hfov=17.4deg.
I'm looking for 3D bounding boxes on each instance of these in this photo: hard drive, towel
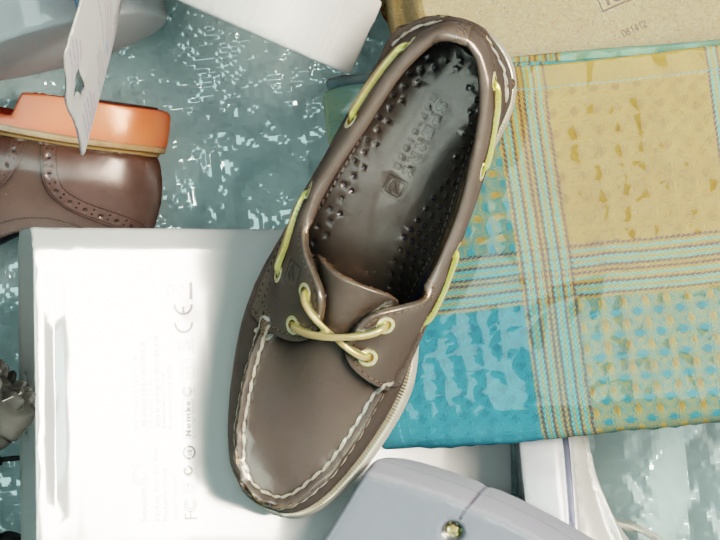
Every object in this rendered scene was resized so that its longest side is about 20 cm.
[{"bbox_3d":[-0.035,0.050,0.925,0.198,0.026,0.133,0,87,-23],"label":"hard drive"},{"bbox_3d":[0.090,-0.011,0.897,0.198,0.022,0.148,-5,92,10],"label":"towel"}]

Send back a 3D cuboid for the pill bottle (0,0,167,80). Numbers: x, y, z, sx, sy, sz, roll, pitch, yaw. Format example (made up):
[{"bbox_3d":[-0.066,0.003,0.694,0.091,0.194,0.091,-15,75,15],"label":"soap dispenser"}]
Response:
[{"bbox_3d":[-0.147,-0.185,0.940,0.112,0.113,0.202,-16,86,1],"label":"pill bottle"}]

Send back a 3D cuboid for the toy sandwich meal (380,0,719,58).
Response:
[{"bbox_3d":[0.095,-0.116,0.948,0.203,0.070,0.207,0,87,3],"label":"toy sandwich meal"}]

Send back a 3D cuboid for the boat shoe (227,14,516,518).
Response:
[{"bbox_3d":[0.000,0.000,0.869,0.071,0.060,0.201,26,95,5],"label":"boat shoe"}]

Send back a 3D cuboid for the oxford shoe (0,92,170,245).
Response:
[{"bbox_3d":[-0.179,-0.040,0.958,0.198,0.071,0.073,5,93,3],"label":"oxford shoe"}]

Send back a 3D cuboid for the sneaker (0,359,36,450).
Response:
[{"bbox_3d":[-0.193,0.050,0.898,0.091,0.199,0.066,-53,125,-13],"label":"sneaker"}]

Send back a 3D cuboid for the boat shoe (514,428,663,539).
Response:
[{"bbox_3d":[0.116,0.145,0.931,0.085,0.075,0.204,-12,89,2],"label":"boat shoe"}]

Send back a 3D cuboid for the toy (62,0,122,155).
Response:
[{"bbox_3d":[-0.097,-0.156,0.852,0.047,0.115,0.202,14,76,1],"label":"toy"}]

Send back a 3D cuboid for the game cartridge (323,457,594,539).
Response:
[{"bbox_3d":[0.064,0.166,0.892,0.199,0.042,0.134,35,103,9],"label":"game cartridge"}]

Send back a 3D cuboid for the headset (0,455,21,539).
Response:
[{"bbox_3d":[-0.160,0.115,0.934,0.123,0.094,0.200,43,73,3],"label":"headset"}]

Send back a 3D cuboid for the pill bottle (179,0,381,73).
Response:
[{"bbox_3d":[-0.006,-0.184,0.884,0.109,0.110,0.201,24,94,4],"label":"pill bottle"}]
